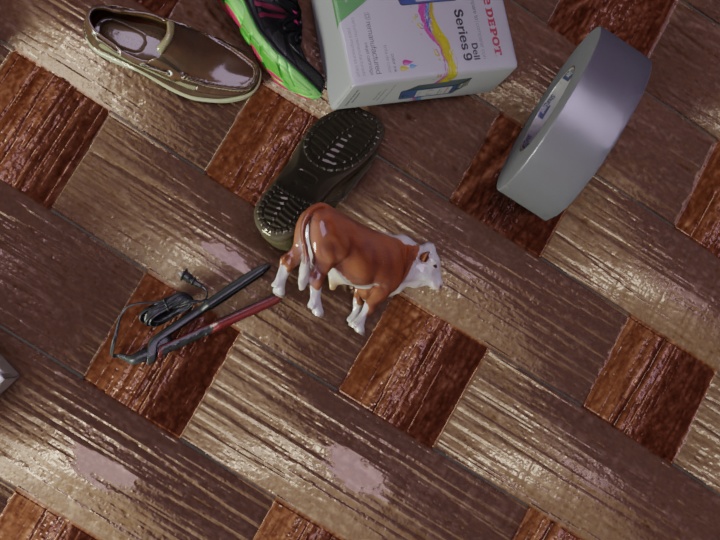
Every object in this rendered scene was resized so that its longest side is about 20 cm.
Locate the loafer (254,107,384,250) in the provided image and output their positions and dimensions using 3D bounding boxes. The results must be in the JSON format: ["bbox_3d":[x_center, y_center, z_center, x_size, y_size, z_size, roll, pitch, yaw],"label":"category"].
[{"bbox_3d":[-0.047,-0.101,1.099,0.076,0.068,0.200,38,65,11],"label":"loafer"}]

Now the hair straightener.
[{"bbox_3d":[-0.184,0.039,1.085,0.198,0.041,0.078,-26,87,-4],"label":"hair straightener"}]

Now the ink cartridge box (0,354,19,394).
[{"bbox_3d":[-0.472,0.124,1.014,0.200,0.083,0.147,-43,91,-9],"label":"ink cartridge box"}]

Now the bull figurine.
[{"bbox_3d":[0.000,0.000,1.067,0.199,0.065,0.123,25,91,-36],"label":"bull figurine"}]

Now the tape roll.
[{"bbox_3d":[0.225,-0.156,1.068,0.066,0.200,0.202,30,81,-3],"label":"tape roll"}]

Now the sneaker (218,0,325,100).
[{"bbox_3d":[-0.094,-0.280,1.106,0.083,0.077,0.201,-33,90,-5],"label":"sneaker"}]

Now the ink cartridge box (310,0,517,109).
[{"bbox_3d":[0.057,-0.268,1.103,0.197,0.087,0.147,-9,84,-19],"label":"ink cartridge box"}]

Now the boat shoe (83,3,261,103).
[{"bbox_3d":[-0.205,-0.237,1.088,0.199,0.075,0.076,14,82,-5],"label":"boat shoe"}]
